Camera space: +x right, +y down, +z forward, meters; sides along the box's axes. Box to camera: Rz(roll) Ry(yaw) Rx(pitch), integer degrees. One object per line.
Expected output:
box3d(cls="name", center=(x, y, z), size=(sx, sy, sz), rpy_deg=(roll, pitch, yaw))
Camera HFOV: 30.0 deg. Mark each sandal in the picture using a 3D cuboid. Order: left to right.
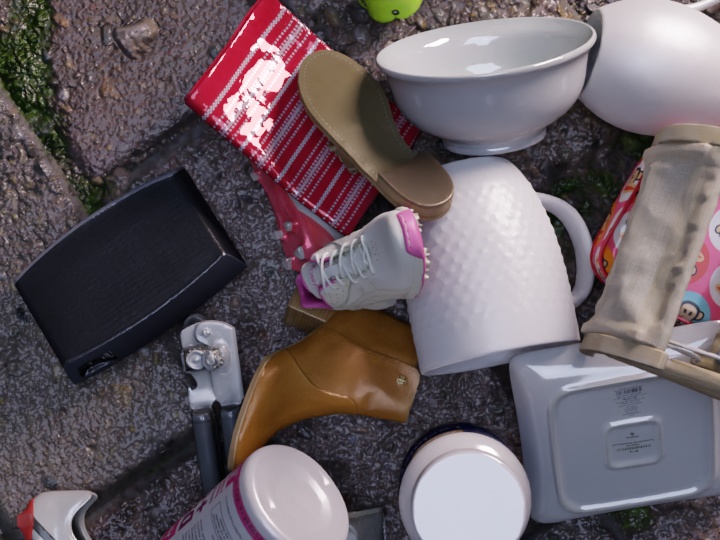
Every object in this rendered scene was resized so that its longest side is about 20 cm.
box3d(cls="sandal", center=(0.005, -0.105, 1.207), size=(0.077, 0.070, 0.212), rpy_deg=(-23, 57, -25))

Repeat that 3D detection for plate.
box3d(cls="plate", center=(0.242, 0.146, 1.208), size=(0.198, 0.032, 0.201), rpy_deg=(-9, 122, 3))

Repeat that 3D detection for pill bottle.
box3d(cls="pill bottle", center=(-0.113, 0.253, 1.195), size=(0.113, 0.113, 0.200), rpy_deg=(48, 120, 3))
box3d(cls="pill bottle", center=(0.091, 0.197, 1.181), size=(0.115, 0.200, 0.117), rpy_deg=(0, 87, 1))

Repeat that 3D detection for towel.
box3d(cls="towel", center=(-0.049, -0.145, 1.242), size=(0.200, 0.022, 0.145), rpy_deg=(40, 66, -11))

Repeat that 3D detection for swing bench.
box3d(cls="swing bench", center=(0.304, 0.003, 1.096), size=(0.199, 0.130, 0.200), rpy_deg=(20, 85, 6))

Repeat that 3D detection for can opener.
box3d(cls="can opener", center=(-0.130, 0.140, 1.265), size=(0.052, 0.066, 0.201), rpy_deg=(-6, 96, 6))

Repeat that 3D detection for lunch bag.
box3d(cls="lunch bag", center=(0.313, -0.006, 1.210), size=(0.199, 0.082, 0.177), rpy_deg=(30, 90, 2))

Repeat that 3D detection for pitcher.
box3d(cls="pitcher", center=(0.304, -0.202, 1.242), size=(0.199, 0.121, 0.173), rpy_deg=(11, 68, -8))

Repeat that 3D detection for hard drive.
box3d(cls="hard drive", center=(-0.223, 0.001, 1.269), size=(0.199, 0.042, 0.135), rpy_deg=(-34, 75, 1))

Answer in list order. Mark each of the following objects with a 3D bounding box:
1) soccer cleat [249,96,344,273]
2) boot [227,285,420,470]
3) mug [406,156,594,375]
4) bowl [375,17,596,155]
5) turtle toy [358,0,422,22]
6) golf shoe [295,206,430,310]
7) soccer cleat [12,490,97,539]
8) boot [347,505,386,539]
box3d(cls="soccer cleat", center=(-0.059, -0.093, 1.274), size=(0.076, 0.067, 0.201), rpy_deg=(-11, 78, -34))
box3d(cls="boot", center=(-0.026, 0.114, 1.229), size=(0.143, 0.071, 0.202), rpy_deg=(23, 65, 2))
box3d(cls="mug", center=(0.131, -0.009, 1.228), size=(0.199, 0.148, 0.176), rpy_deg=(-6, 80, -29))
box3d(cls="bowl", center=(0.117, -0.162, 1.215), size=(0.200, 0.201, 0.091), rpy_deg=(-9, 112, 1))
box3d(cls="turtle toy", center=(0.038, -0.327, 1.235), size=(0.145, 0.101, 0.201), rpy_deg=(19, 130, 20))
box3d(cls="golf shoe", center=(0.000, 0.000, 1.161), size=(0.091, 0.200, 0.076), rpy_deg=(-11, 78, -17))
box3d(cls="soccer cleat", center=(-0.264, 0.303, 1.256), size=(0.085, 0.069, 0.201), rpy_deg=(-15, 83, 5))
box3d(cls="boot", center=(-0.049, 0.329, 1.246), size=(0.181, 0.073, 0.201), rpy_deg=(-11, 94, -12))
